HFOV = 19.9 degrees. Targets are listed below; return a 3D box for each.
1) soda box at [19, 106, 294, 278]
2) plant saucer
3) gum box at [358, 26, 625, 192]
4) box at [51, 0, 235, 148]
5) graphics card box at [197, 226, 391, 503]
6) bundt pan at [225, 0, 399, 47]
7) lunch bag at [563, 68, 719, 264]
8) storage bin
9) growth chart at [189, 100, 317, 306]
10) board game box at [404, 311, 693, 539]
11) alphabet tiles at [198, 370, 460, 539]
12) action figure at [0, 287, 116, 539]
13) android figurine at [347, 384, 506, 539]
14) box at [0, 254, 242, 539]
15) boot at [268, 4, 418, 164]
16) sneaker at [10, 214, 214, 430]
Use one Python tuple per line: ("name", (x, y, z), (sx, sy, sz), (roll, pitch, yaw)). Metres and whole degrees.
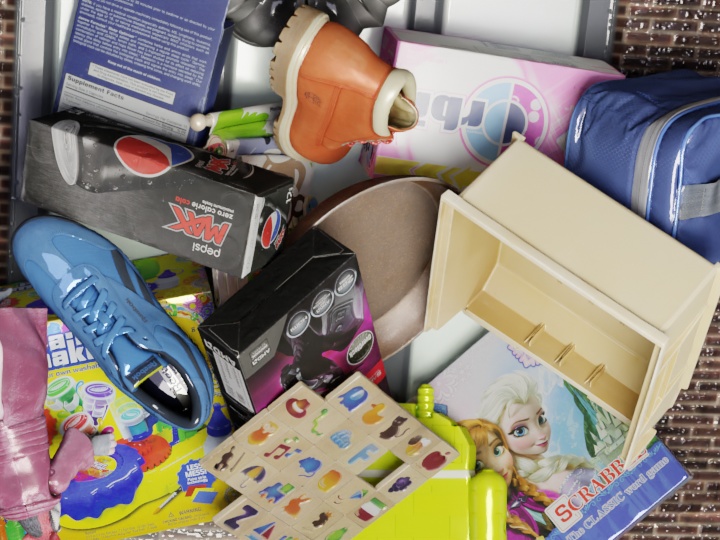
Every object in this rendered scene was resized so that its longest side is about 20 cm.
("soda box", (-0.153, -0.060, 1.528), (0.200, 0.063, 0.071), (18, 111, 21))
("plant saucer", (0.000, 0.000, 1.611), (0.200, 0.034, 0.201), (-23, 139, -21))
("gum box", (0.109, -0.120, 1.639), (0.199, 0.066, 0.114), (7, 106, -11))
("box", (-0.170, -0.145, 1.574), (0.121, 0.032, 0.200), (21, 112, 10))
("graphics card box", (-0.045, 0.075, 1.561), (0.125, 0.051, 0.200), (-40, 143, -22))
("bundt pan", (-0.042, -0.257, 1.567), (0.201, 0.076, 0.202), (-3, 108, -9))
("lunch bag", (0.267, -0.076, 1.609), (0.200, 0.132, 0.136), (-14, 118, -43))
("storage bin", (0.159, 0.028, 1.574), (0.200, 0.199, 0.094), (34, 59, 19))
("growth chart", (-0.075, -0.039, 1.616), (0.018, 0.145, 0.201), (5, 108, 37))
("board game box", (0.135, 0.157, 1.695), (0.200, 0.041, 0.200), (-41, 76, 5))
("alphabet tiles", (-0.033, 0.155, 1.580), (0.167, 0.008, 0.200), (-38, 140, 9))
("action figure", (-0.250, 0.117, 1.497), (0.134, 0.149, 0.201), (-18, 95, -10))
("android figurine", (0.032, 0.193, 1.675), (0.182, 0.041, 0.201), (1, 86, 15))
("box", (-0.205, 0.104, 1.635), (0.199, 0.122, 0.193), (-11, 108, -5))
("boot", (-0.007, -0.118, 1.551), (0.107, 0.200, 0.075), (26, 75, 10))
("sneaker", (-0.180, 0.039, 1.515), (0.066, 0.078, 0.200), (-40, 106, 6))
